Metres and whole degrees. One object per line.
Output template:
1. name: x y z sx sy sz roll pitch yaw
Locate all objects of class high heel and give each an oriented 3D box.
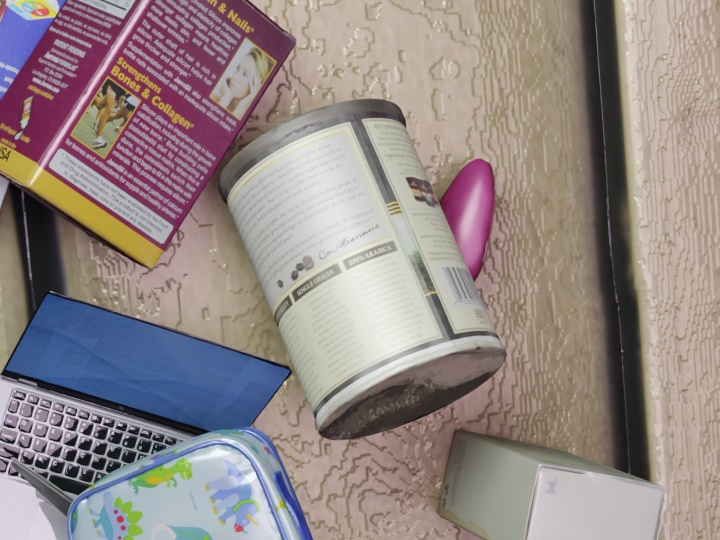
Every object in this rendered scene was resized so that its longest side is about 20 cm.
1. high heel: 0.032 0.001 1.708 0.096 0.067 0.201 19 92 -25

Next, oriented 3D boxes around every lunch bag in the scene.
1. lunch bag: -0.103 0.221 1.609 0.160 0.082 0.201 -24 91 10

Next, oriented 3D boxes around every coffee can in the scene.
1. coffee can: 0.000 0.000 1.624 0.146 0.146 0.201 -19 72 -12

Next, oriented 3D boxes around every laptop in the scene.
1. laptop: -0.176 0.133 1.642 0.186 0.116 0.201 18 89 -14

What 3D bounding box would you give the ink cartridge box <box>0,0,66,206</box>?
1. ink cartridge box: -0.314 -0.155 1.601 0.197 0.047 0.201 22 92 -31

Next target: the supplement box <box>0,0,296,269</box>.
1. supplement box: -0.162 -0.125 1.614 0.131 0.103 0.201 37 84 -38

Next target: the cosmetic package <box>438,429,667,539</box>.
1. cosmetic package: 0.138 0.172 1.680 0.103 0.200 0.074 12 91 -14

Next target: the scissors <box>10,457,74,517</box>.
1. scissors: -0.178 0.197 1.670 0.073 0.014 0.201 -26 115 8
